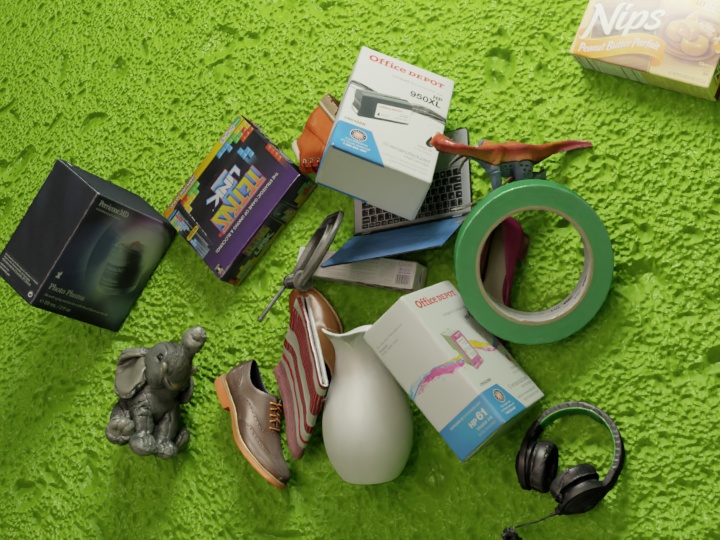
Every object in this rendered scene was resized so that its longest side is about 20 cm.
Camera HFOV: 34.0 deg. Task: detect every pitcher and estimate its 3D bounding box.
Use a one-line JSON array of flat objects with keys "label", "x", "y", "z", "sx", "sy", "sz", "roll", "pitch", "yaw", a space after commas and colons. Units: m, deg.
[{"label": "pitcher", "x": 0.023, "y": 0.166, "z": 1.560, "sx": 0.120, "sy": 0.170, "sz": 0.204, "roll": 1, "pitch": 98, "yaw": 39}]

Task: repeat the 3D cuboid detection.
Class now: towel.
[{"label": "towel", "x": -0.082, "y": 0.147, "z": 1.593, "sx": 0.022, "sy": 0.201, "sz": 0.146, "roll": -4, "pitch": 56, "yaw": -17}]

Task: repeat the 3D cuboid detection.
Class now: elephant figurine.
[{"label": "elephant figurine", "x": -0.294, "y": 0.165, "z": 1.737, "sx": 0.153, "sy": 0.141, "sz": 0.203, "roll": 15, "pitch": 91, "yaw": 17}]

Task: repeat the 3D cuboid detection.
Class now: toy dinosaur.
[{"label": "toy dinosaur", "x": 0.174, "y": -0.155, "z": 1.521, "sx": 0.200, "sy": 0.181, "sz": 0.105, "roll": -45, "pitch": 56, "yaw": 8}]

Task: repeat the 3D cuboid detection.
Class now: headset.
[{"label": "headset", "x": 0.236, "y": 0.250, "z": 1.433, "sx": 0.123, "sy": 0.094, "sz": 0.201, "roll": 29, "pitch": 81, "yaw": 32}]

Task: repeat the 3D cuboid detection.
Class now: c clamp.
[{"label": "c clamp", "x": -0.074, "y": -0.005, "z": 1.603, "sx": 0.027, "sy": 0.200, "sz": 0.172, "roll": 33, "pitch": 77, "yaw": -7}]

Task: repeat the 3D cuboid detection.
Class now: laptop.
[{"label": "laptop", "x": 0.049, "y": -0.101, "z": 1.619, "sx": 0.185, "sy": 0.116, "sz": 0.204, "roll": -9, "pitch": 73, "yaw": 26}]

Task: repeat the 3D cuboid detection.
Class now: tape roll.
[{"label": "tape roll", "x": 0.216, "y": -0.010, "z": 1.477, "sx": 0.197, "sy": 0.048, "sz": 0.204, "roll": 0, "pitch": 102, "yaw": 2}]

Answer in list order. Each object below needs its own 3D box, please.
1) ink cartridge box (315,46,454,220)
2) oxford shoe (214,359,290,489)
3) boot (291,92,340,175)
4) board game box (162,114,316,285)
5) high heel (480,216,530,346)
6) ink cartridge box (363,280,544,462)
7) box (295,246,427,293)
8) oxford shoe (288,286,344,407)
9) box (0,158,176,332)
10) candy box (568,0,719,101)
[{"label": "ink cartridge box", "x": 0.036, "y": -0.188, "z": 1.586, "sx": 0.143, "sy": 0.085, "sz": 0.202, "roll": 20, "pitch": 51, "yaw": -6}, {"label": "oxford shoe", "x": -0.141, "y": 0.215, "z": 1.671, "sx": 0.073, "sy": 0.071, "sz": 0.201, "roll": -36, "pitch": 62, "yaw": 10}, {"label": "boot", "x": -0.036, "y": -0.163, "z": 1.692, "sx": 0.107, "sy": 0.075, "sz": 0.201, "roll": -45, "pitch": 38, "yaw": 11}, {"label": "board game box", "x": -0.186, "y": -0.107, "z": 1.788, "sx": 0.201, "sy": 0.057, "sz": 0.165, "roll": -51, "pitch": 58, "yaw": 8}, {"label": "high heel", "x": 0.167, "y": 0.029, "z": 1.529, "sx": 0.067, "sy": 0.096, "sz": 0.203, "roll": 23, "pitch": 89, "yaw": 31}, {"label": "ink cartridge box", "x": 0.117, "y": 0.120, "z": 1.471, "sx": 0.201, "sy": 0.144, "sz": 0.085, "roll": 49, "pitch": 117, "yaw": 13}, {"label": "box", "x": 0.000, "y": 0.000, "z": 1.664, "sx": 0.197, "sy": 0.039, "sz": 0.042, "roll": 7, "pitch": 79, "yaw": 31}, {"label": "oxford shoe", "x": -0.062, "y": 0.102, "z": 1.656, "sx": 0.071, "sy": 0.071, "sz": 0.202, "roll": -33, "pitch": 62, "yaw": 19}, {"label": "box", "x": -0.421, "y": -0.035, "z": 1.817, "sx": 0.123, "sy": 0.199, "sz": 0.200, "roll": 34, "pitch": 95, "yaw": 32}, {"label": "candy box", "x": 0.382, "y": -0.303, "z": 1.518, "sx": 0.198, "sy": 0.055, "sz": 0.117, "roll": 22, "pitch": 88, "yaw": 32}]
